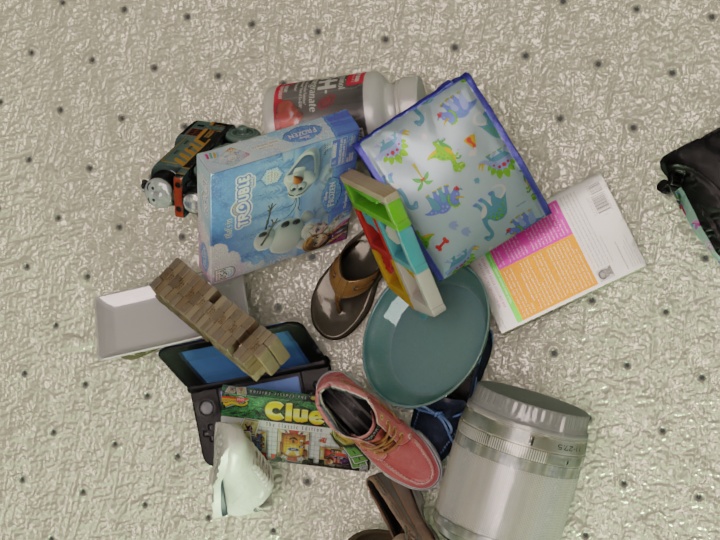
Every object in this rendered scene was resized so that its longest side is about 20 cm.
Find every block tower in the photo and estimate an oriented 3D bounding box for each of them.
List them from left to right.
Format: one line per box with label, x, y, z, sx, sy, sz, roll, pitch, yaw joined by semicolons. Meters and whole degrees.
block tower;-0.180;0.060;1.607;0.200;0.058;0.054;35;74;30

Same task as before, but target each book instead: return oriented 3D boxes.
book;0.243;-0.021;1.632;0.200;0.048;0.134;-26;81;11

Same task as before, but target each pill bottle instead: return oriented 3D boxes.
pill bottle;-0.017;-0.195;1.654;0.200;0.111;0.111;-6;89;12

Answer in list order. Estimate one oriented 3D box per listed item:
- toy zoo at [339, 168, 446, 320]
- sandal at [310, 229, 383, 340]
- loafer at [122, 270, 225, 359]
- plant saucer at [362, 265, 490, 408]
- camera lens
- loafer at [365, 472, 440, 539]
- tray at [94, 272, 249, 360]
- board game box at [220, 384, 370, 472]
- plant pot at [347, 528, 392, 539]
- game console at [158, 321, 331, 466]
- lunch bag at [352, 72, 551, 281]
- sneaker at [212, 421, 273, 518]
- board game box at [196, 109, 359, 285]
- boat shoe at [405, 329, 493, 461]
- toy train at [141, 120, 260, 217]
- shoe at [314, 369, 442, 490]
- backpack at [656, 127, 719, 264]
toy zoo;0.045;-0.022;1.574;0.020;0.131;0.200;-30;116;-14
sandal;0.000;0.000;1.676;0.082;0.055;0.200;42;99;15
loafer;-0.256;0.064;1.730;0.200;0.067;0.076;-32;84;11
plant saucer;0.090;0.083;1.630;0.200;0.036;0.200;-21;56;34
camera lens;0.185;0.252;1.586;0.160;0.160;0.200;16;94;12
loafer;0.056;0.334;1.612;0.063;0.200;0.072;2;129;-19
tray;-0.244;0.059;1.673;0.200;0.022;0.107;-13;49;-1
board game box;-0.083;0.206;1.676;0.200;0.023;0.105;6;118;2
plant pot;0.023;0.457;1.623;0.200;0.200;0.174;37;114;10
game console;-0.142;0.164;1.680;0.200;0.118;0.171;-12;87;13
lunch bag;0.108;-0.119;1.585;0.170;0.127;0.200;-33;113;0
sneaker;-0.151;0.254;1.658;0.080;0.200;0.076;3;56;-4
board game box;-0.103;-0.088;1.594;0.199;0.200;0.043;-19;54;-21
boat shoe;0.105;0.158;1.650;0.084;0.069;0.200;18;94;12
toy train;-0.201;-0.130;1.660;0.114;0.200;0.085;9;122;15
shoe;0.021;0.205;1.594;0.200;0.091;0.071;44;95;-1
backpack;0.470;-0.079;1.539;0.167;0.127;0.200;-29;85;23
